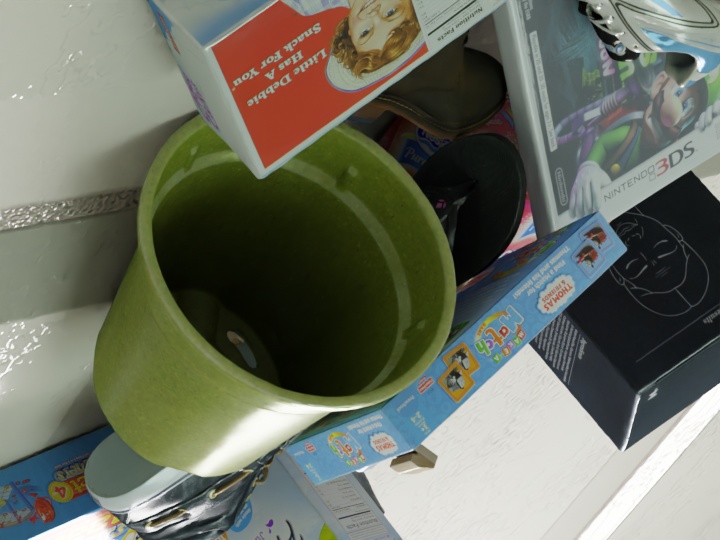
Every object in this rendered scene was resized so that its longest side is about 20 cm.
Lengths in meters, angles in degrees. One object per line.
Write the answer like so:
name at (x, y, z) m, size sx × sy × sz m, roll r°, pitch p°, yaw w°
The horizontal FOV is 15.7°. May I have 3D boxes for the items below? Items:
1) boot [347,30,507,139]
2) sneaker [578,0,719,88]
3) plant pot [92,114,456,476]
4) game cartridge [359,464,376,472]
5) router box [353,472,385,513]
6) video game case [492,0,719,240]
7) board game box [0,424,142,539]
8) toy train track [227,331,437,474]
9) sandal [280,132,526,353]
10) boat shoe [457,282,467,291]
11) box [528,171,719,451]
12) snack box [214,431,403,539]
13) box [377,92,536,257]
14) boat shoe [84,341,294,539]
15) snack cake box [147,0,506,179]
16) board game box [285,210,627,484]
boot at (0.050, -0.137, 1.566) m, size 0.097 × 0.075 × 0.200 m, roll -48°, pitch 156°, yaw 27°
sneaker at (0.155, -0.171, 1.588) m, size 0.200 × 0.072 × 0.073 m, roll 26°, pitch 99°, yaw -36°
plant pot at (-0.071, 0.030, 1.572) m, size 0.200 × 0.201 × 0.184 m, roll -24°, pitch 165°, yaw -36°
game cartridge at (0.072, 0.076, 1.987) m, size 0.133 × 0.040 × 0.200 m, roll -45°, pitch 176°, yaw 32°
router box at (-0.063, 0.198, 2.075) m, size 0.149 × 0.051 × 0.200 m, roll -39°, pitch 159°, yaw -7°
video game case at (0.167, -0.137, 1.671) m, size 0.182 × 0.023 × 0.201 m, roll -31°, pitch 122°, yaw -31°
board game box at (-0.238, 0.206, 1.793) m, size 0.200 × 0.056 × 0.196 m, roll -22°, pitch 153°, yaw -38°
toy train track at (-0.029, 0.089, 1.762) m, size 0.115 × 0.200 × 0.033 m, roll -21°, pitch -140°, yaw 48°
sandal at (0.025, -0.008, 1.613) m, size 0.200 × 0.075 × 0.048 m, roll -41°, pitch 169°, yaw 27°
boat shoe at (0.060, 0.005, 1.882) m, size 0.066 × 0.072 × 0.201 m, roll -36°, pitch 165°, yaw -24°
box at (0.191, 0.001, 1.901) m, size 0.148 × 0.200 × 0.107 m, roll -32°, pitch 158°, yaw -17°
snack box at (-0.074, 0.191, 1.838) m, size 0.068 × 0.200 × 0.169 m, roll -11°, pitch 144°, yaw -52°
box at (0.098, -0.065, 1.759) m, size 0.200 × 0.096 × 0.100 m, roll -7°, pitch 141°, yaw -54°
boat shoe at (-0.079, 0.111, 1.719) m, size 0.200 × 0.071 × 0.091 m, roll -29°, pitch 140°, yaw 7°
snack cake box at (-0.007, -0.156, 1.406) m, size 0.200 × 0.067 × 0.115 m, roll -36°, pitch 145°, yaw -10°
board game box at (0.058, 0.049, 1.617) m, size 0.200 × 0.037 × 0.151 m, roll -42°, pitch -174°, yaw -26°
